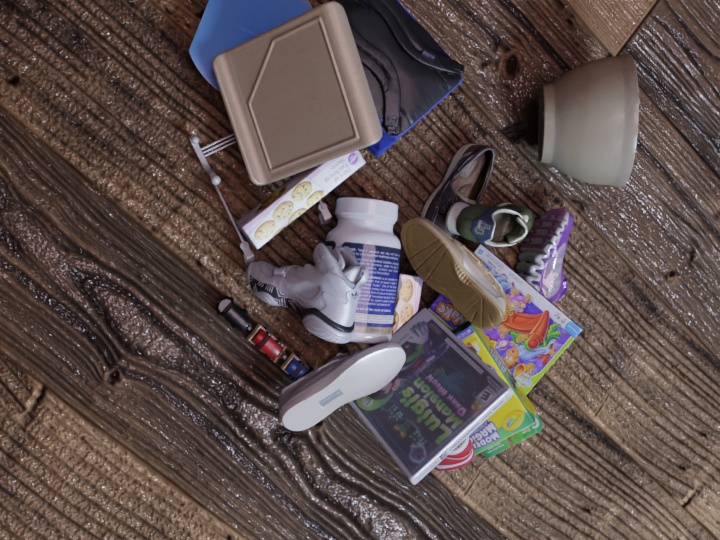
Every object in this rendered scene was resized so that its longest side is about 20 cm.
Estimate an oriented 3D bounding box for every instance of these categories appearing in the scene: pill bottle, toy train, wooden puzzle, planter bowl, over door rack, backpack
[{"bbox_3d":[0.000,0.000,1.012,0.114,0.116,0.204,6,90,-16],"label":"pill bottle"},{"bbox_3d":[-0.134,0.109,1.010,0.200,0.046,0.034,43,80,-13],"label":"toy train"},{"bbox_3d":[-0.085,-0.232,0.921,0.197,0.037,0.188,-17,96,19],"label":"wooden puzzle"},{"bbox_3d":[0.351,-0.233,1.089,0.132,0.200,0.205,0,91,10],"label":"planter bowl"},{"bbox_3d":[-0.139,-0.131,0.994,0.146,0.067,0.203,-27,98,-14],"label":"over door rack"},{"bbox_3d":[0.011,-0.284,0.984,0.162,0.168,0.201,-43,96,-21],"label":"backpack"}]

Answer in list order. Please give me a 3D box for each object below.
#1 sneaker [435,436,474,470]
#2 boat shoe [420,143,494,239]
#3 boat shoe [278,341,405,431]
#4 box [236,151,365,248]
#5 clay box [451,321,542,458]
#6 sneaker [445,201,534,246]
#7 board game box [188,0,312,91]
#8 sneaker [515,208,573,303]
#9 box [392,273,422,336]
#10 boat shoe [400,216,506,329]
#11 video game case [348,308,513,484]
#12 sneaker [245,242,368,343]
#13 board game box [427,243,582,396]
[{"bbox_3d":[0.078,0.230,1.015,0.072,0.198,0.113,-57,145,-18],"label":"sneaker"},{"bbox_3d":[0.151,-0.111,1.082,0.072,0.065,0.203,24,85,-17],"label":"boat shoe"},{"bbox_3d":[-0.030,0.153,0.982,0.199,0.069,0.072,-35,127,4],"label":"boat shoe"},{"bbox_3d":[-0.083,-0.110,0.963,0.199,0.039,0.042,-39,117,-9],"label":"box"},{"bbox_3d":[0.179,0.188,1.042,0.114,0.048,0.202,-34,90,21],"label":"clay box"},{"bbox_3d":[0.225,-0.065,1.056,0.198,0.089,0.068,-1,108,-42],"label":"sneaker"},{"bbox_3d":[-0.154,-0.334,0.997,0.156,0.039,0.203,22,79,-16],"label":"board game box"},{"bbox_3d":[0.305,0.000,1.128,0.087,0.080,0.203,23,90,-20],"label":"sneaker"},{"bbox_3d":[0.064,0.107,1.069,0.041,0.039,0.204,9,88,2],"label":"box"},{"bbox_3d":[0.140,-0.003,1.017,0.201,0.074,0.069,49,38,-3],"label":"boat shoe"},{"bbox_3d":[0.084,0.167,0.966,0.181,0.200,0.023,-40,136,-7],"label":"video game case"},{"bbox_3d":[-0.072,0.007,0.952,0.075,0.198,0.117,5,112,-56],"label":"sneaker"},{"bbox_3d":[0.220,0.074,1.064,0.199,0.045,0.135,40,100,5],"label":"board game box"}]
